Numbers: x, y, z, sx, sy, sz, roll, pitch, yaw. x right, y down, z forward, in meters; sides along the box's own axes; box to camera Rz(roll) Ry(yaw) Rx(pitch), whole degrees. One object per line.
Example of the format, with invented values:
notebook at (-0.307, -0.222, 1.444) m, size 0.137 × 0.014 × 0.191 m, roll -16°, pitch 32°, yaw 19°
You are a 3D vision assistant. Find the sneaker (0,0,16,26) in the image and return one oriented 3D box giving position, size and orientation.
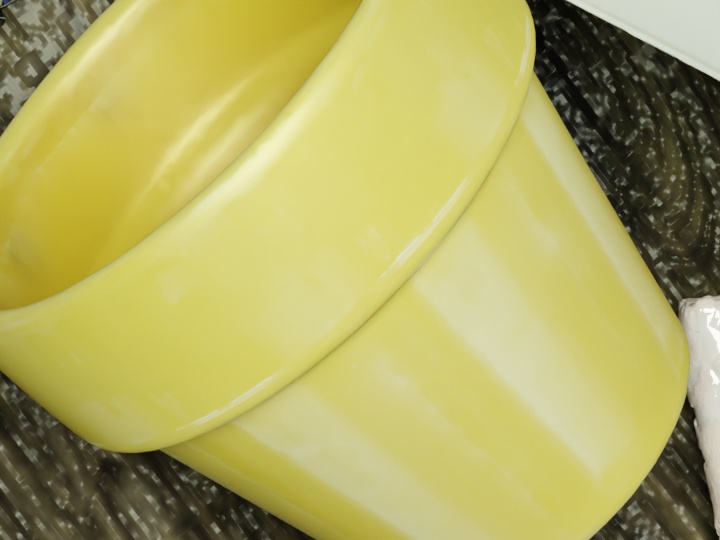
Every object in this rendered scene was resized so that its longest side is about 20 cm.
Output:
sneaker at (-0.149, -0.088, 0.943) m, size 0.089 × 0.079 × 0.201 m, roll 8°, pitch 84°, yaw -12°

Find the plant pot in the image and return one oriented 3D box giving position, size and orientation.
plant pot at (0.000, 0.000, 0.927) m, size 0.189 × 0.201 × 0.201 m, roll 44°, pitch 77°, yaw -25°

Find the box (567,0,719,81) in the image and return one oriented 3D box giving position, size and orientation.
box at (0.163, -0.149, 0.951) m, size 0.199 × 0.199 × 0.131 m, roll 26°, pitch 122°, yaw -12°

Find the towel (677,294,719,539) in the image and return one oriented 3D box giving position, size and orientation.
towel at (0.218, 0.092, 1.049) m, size 0.190 × 0.032 × 0.201 m, roll -11°, pitch 90°, yaw -16°
